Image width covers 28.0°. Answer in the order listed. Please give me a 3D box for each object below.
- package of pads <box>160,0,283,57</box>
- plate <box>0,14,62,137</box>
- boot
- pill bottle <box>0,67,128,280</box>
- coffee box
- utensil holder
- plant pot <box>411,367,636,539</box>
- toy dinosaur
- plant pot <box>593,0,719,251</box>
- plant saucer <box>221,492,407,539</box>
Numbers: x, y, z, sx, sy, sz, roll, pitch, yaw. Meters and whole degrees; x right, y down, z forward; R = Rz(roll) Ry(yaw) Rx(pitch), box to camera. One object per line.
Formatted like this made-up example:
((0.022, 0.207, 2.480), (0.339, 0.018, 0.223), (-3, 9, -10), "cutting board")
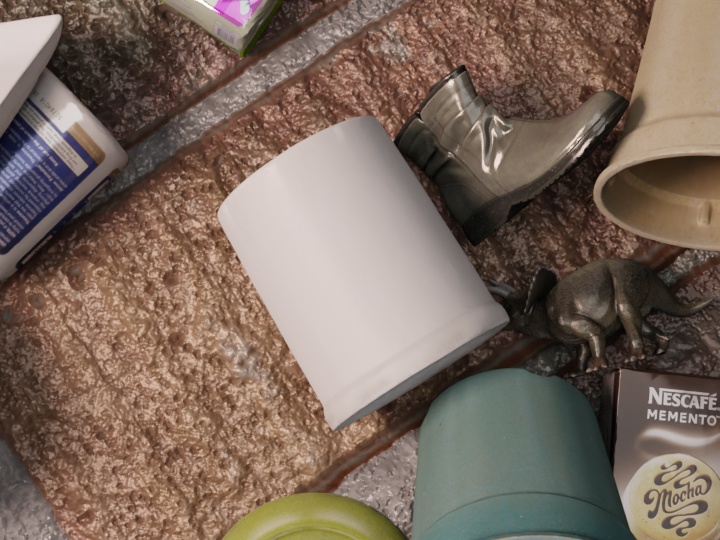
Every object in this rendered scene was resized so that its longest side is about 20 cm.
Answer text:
((-0.111, -0.312, 1.258), (0.154, 0.068, 0.201), (33, 82, 2), "package of pads")
((-0.342, -0.119, 1.172), (0.198, 0.032, 0.201), (2, 54, 40), "plate")
((0.114, -0.118, 1.190), (0.131, 0.200, 0.068), (52, 40, 2), "boot")
((-0.299, -0.064, 1.200), (0.200, 0.111, 0.111), (-45, 85, -6), "pill bottle")
((0.253, 0.187, 1.193), (0.112, 0.080, 0.202), (5, 83, 0), "coffee box")
((0.000, 0.000, 1.170), (0.169, 0.170, 0.201), (-30, 83, -5), "utensil holder")
((0.120, 0.194, 1.111), (0.198, 0.201, 0.197), (0, 40, -1), "plant pot")
((0.207, 0.030, 1.214), (0.198, 0.077, 0.103), (-15, 83, -3), "toy dinosaur")
((0.303, -0.138, 1.195), (0.199, 0.201, 0.185), (10, 71, 0), "plant pot")
((-0.039, 0.287, 1.200), (0.198, 0.031, 0.202), (0, 82, -1), "plant saucer")
